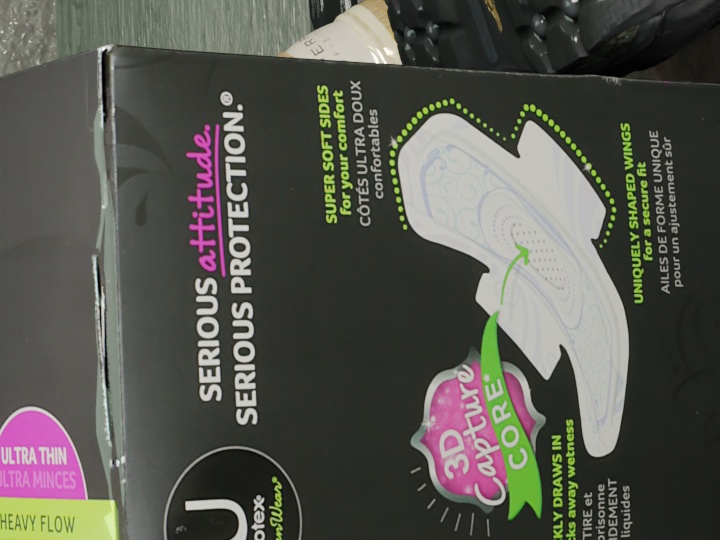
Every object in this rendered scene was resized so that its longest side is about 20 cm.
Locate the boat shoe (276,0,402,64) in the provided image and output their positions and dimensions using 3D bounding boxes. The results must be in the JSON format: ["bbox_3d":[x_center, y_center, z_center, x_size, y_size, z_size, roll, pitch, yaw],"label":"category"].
[{"bbox_3d":[0.000,0.000,0.866,0.074,0.069,0.200,48,156,52],"label":"boat shoe"}]

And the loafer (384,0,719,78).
[{"bbox_3d":[0.058,-0.078,0.666,0.201,0.070,0.068,173,79,-74],"label":"loafer"}]

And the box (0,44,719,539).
[{"bbox_3d":[-0.011,0.021,0.593,0.148,0.200,0.125,-8,83,53],"label":"box"}]

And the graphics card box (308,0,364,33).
[{"bbox_3d":[0.020,-0.135,0.895,0.200,0.051,0.126,138,129,-73],"label":"graphics card box"}]
